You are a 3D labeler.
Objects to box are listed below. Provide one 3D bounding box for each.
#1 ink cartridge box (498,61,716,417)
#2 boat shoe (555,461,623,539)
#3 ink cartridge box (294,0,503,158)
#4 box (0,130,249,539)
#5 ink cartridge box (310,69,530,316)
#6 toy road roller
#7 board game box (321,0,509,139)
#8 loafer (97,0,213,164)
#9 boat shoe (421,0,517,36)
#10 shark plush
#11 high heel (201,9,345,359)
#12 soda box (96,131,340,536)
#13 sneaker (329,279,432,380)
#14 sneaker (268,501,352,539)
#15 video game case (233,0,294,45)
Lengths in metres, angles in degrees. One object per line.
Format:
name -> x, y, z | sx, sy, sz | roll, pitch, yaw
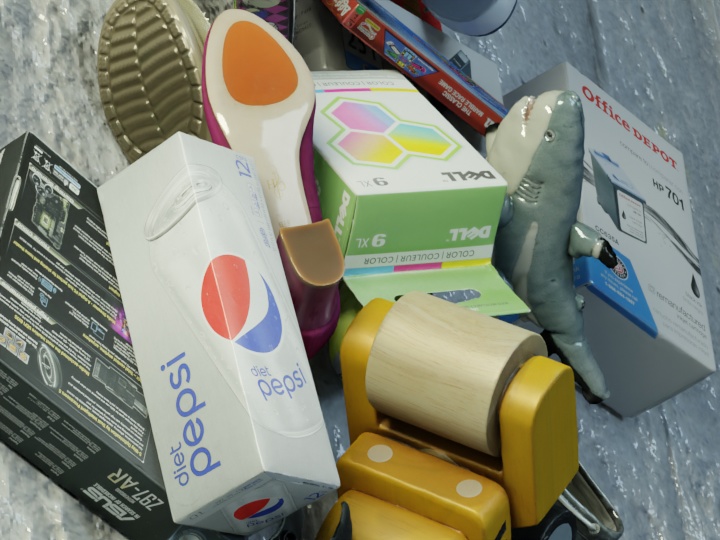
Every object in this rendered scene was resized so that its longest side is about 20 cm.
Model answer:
ink cartridge box -> 0.163, -0.021, 1.889 | 0.146, 0.086, 0.201 | 33, 41, -37
boat shoe -> 0.094, 0.096, 1.700 | 0.200, 0.068, 0.074 | 58, 30, -2
ink cartridge box -> 0.016, -0.163, 1.834 | 0.200, 0.045, 0.177 | 26, 45, -44
box -> -0.132, 0.045, 1.435 | 0.200, 0.043, 0.161 | 41, 35, -29
ink cartridge box -> 0.017, -0.047, 1.602 | 0.103, 0.060, 0.200 | -4, 33, -28
toy road roller -> 0.036, 0.128, 1.488 | 0.146, 0.122, 0.201 | -47, 145, -39
board game box -> 0.042, -0.131, 1.741 | 0.200, 0.019, 0.103 | 36, 11, -34
loafer -> -0.091, -0.072, 1.576 | 0.068, 0.075, 0.201 | -21, 91, -61
boat shoe -> 0.072, -0.206, 1.895 | 0.086, 0.075, 0.202 | 43, 6, -37
shark plush -> 0.118, -0.009, 1.673 | 0.091, 0.083, 0.201 | -25, 104, -65
high heel -> -0.057, -0.047, 1.524 | 0.067, 0.096, 0.201 | -3, 58, -17
soda box -> -0.076, 0.033, 1.419 | 0.063, 0.068, 0.201 | 17, 51, -49
sneaker -> 0.000, 0.000, 1.656 | 0.076, 0.075, 0.200 | 37, 27, -13
sneaker -> -0.052, 0.191, 1.377 | 0.200, 0.060, 0.105 | -30, 122, -65
video game case -> -0.063, -0.231, 1.648 | 0.181, 0.036, 0.201 | 95, -9, -69
